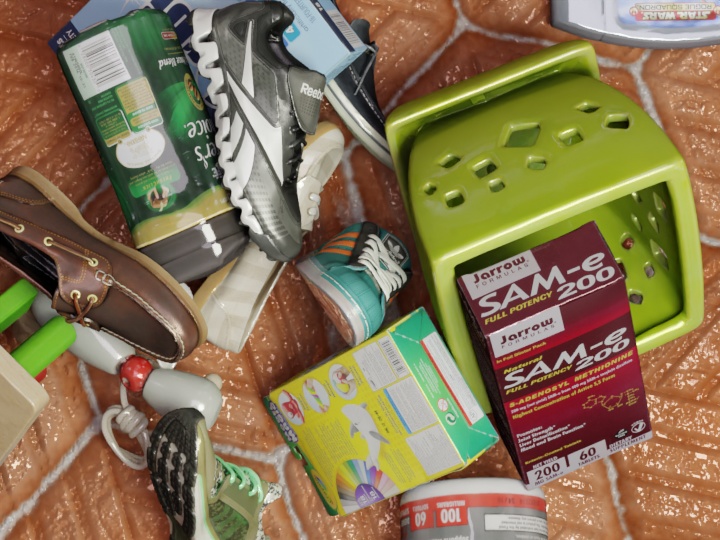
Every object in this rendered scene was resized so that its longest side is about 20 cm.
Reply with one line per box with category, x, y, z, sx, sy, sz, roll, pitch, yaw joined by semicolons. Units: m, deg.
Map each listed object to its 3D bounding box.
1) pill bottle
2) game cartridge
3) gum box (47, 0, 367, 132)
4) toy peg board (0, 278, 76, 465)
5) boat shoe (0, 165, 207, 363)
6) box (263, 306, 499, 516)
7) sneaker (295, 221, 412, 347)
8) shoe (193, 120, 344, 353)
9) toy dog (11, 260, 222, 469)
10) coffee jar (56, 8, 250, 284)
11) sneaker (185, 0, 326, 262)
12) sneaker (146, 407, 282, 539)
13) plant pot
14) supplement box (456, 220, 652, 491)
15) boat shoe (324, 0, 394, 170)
pill bottle;0.090;0.266;1.411;0.114;0.116;0.202;-2;74;-2
game cartridge;0.252;-0.248;1.507;0.197;0.042;0.135;-1;82;-2
gum box;-0.121;-0.175;1.444;0.200;0.045;0.170;-39;86;22
toy peg board;-0.325;0.059;1.421;0.200;0.199;0.098;44;44;2
boat shoe;-0.206;0.007;1.358;0.199;0.071;0.070;35;45;11
box;0.008;0.115;1.416;0.048;0.199;0.118;-31;91;-40
sneaker;0.000;0.000;1.400;0.080;0.200;0.072;-34;101;-1
shoe;-0.066;-0.025;1.465;0.053;0.070;0.201;36;95;14
toy dog;-0.183;0.044;1.449;0.200;0.132;0.096;49;47;-3
coffee jar;-0.150;-0.091;1.391;0.085;0.104;0.202;-21;94;10
sneaker;-0.063;-0.109;1.368;0.090;0.066;0.202;-17;84;18
sneaker;-0.105;0.170;1.421;0.088;0.201;0.077;-28;46;-23
plant pot;0.129;-0.043;1.400;0.198;0.200;0.182;-22;50;-3
supplement box;0.143;0.065;1.337;0.108;0.201;0.061;-23;49;-2
boat shoe;-0.013;-0.172;1.475;0.062;0.075;0.201;-31;83;3
